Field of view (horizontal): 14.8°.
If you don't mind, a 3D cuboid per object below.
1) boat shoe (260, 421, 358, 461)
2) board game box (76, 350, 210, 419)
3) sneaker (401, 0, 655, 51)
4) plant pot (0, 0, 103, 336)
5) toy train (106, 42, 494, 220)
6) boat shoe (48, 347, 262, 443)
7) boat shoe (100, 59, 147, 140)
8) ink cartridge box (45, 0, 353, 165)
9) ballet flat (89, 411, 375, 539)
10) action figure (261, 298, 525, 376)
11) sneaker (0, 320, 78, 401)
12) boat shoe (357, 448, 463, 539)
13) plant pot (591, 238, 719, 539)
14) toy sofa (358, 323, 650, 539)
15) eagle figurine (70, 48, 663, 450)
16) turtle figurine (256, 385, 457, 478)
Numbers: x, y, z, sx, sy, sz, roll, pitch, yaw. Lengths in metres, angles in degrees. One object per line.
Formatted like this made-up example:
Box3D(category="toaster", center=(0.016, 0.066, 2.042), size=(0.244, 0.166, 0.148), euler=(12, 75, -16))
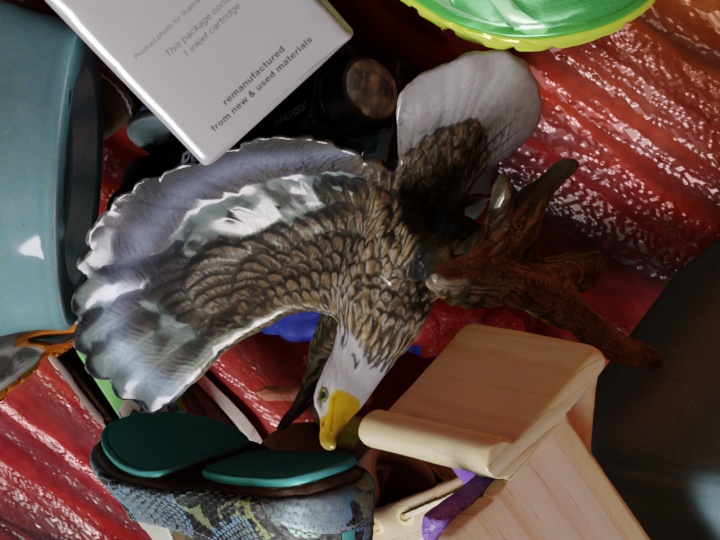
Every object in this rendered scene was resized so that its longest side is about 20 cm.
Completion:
Box3D(category="boat shoe", center=(-0.006, 0.120, 1.352), size=(0.065, 0.200, 0.072), euler=(-43, 69, 15))
Box3D(category="board game box", center=(-0.068, 0.110, 1.343), size=(0.200, 0.029, 0.135), euler=(57, 178, -3))
Box3D(category="sneaker", center=(0.028, -0.151, 1.081), size=(0.200, 0.074, 0.084), euler=(26, 149, 10))
Box3D(category="plant pot", center=(-0.210, -0.046, 1.187), size=(0.187, 0.200, 0.200), euler=(3, 140, 3))
Box3D(category="toy train", center=(-0.031, -0.040, 1.244), size=(0.114, 0.085, 0.200), euler=(24, 150, -29))
Box3D(category="boat shoe", center=(-0.109, 0.076, 1.473), size=(0.072, 0.060, 0.200), euler=(2, 134, 38))
Box3D(category="boat shoe", center=(-0.177, -0.070, 1.339), size=(0.072, 0.072, 0.200), euler=(46, 143, -17))
Box3D(category="ink cartridge box", center=(-0.107, -0.152, 1.119), size=(0.200, 0.086, 0.148), euler=(45, -176, -19))
Box3D(category="ballet flat", center=(-0.058, 0.105, 1.186), size=(0.074, 0.074, 0.200), euler=(49, 163, -22))
Box3D(category="action figure", center=(-0.007, 0.022, 1.327), size=(0.200, 0.065, 0.052), euler=(3, 113, 37))
Box3D(category="sneaker", center=(-0.165, 0.001, 1.317), size=(0.092, 0.200, 0.076), euler=(53, 139, -2))
Box3D(category="boat shoe", center=(0.018, 0.108, 1.190), size=(0.200, 0.074, 0.069), euler=(-13, 90, 42))
Box3D(category="plant pot", center=(0.198, 0.083, 1.138), size=(0.200, 0.196, 0.197), euler=(4, 137, 49))
Box3D(category="toy sofa", center=(0.081, 0.123, 1.044), size=(0.083, 0.098, 0.200), euler=(11, 143, 56))
Box3D(category="eagle figurine", center=(-0.004, 0.005, 1.131), size=(0.200, 0.151, 0.152), euler=(-2, 121, 49))
Box3D(category="turtle figurine", center=(0.058, 0.102, 1.282), size=(0.200, 0.065, 0.161), euler=(20, -171, 37))
